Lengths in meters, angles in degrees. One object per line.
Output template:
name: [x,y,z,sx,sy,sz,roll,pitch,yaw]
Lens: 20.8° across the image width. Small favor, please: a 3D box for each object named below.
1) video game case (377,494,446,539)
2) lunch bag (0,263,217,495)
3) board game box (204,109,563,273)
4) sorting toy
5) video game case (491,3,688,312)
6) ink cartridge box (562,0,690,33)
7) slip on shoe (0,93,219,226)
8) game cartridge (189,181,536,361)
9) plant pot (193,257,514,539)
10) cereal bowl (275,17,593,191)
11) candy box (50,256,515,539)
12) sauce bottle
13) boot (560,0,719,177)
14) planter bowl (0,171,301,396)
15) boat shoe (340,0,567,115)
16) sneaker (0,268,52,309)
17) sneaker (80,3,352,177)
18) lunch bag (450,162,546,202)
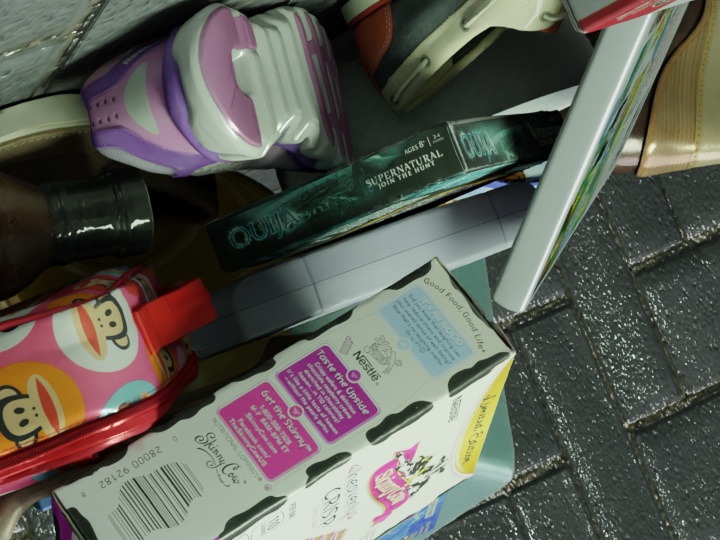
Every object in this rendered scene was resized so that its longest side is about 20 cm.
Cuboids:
video game case: [-0.039,0.135,1.109,0.181,0.046,0.200,-18,159,-11]
lunch bag: [-0.146,0.047,0.880,0.176,0.082,0.200,-22,-176,3]
board game box: [0.022,-0.044,1.004,0.135,0.028,0.200,-22,178,21]
sorting toy: [-0.101,0.085,0.977,0.200,0.037,0.185,-25,-176,-18]
video game case: [0.134,-0.099,1.008,0.182,0.022,0.200,-52,165,-54]
ink cartridge box: [0.186,-0.180,0.832,0.200,0.083,0.146,-22,177,-42]
slip on shoe: [-0.140,-0.045,0.964,0.076,0.061,0.200,-24,173,28]
game cartridge: [0.000,0.000,1.075,0.200,0.041,0.133,-20,-178,-28]
plant pot: [-0.043,0.073,1.303,0.200,0.197,0.196,11,147,-30]
cereal bowl: [0.035,-0.106,1.126,0.200,0.083,0.200,-24,178,-1]
candy box: [-0.034,0.094,0.864,0.200,0.061,0.136,-32,158,-20]
sauce bottle: [-0.192,-0.012,0.864,0.200,0.065,0.065,-12,174,-24]
boot: [0.152,-0.146,1.287,0.166,0.200,0.072,3,139,-2]
planter bowl: [-0.135,-0.012,1.148,0.200,0.084,0.201,-10,135,-10]
boat shoe: [0.077,-0.142,0.958,0.200,0.063,0.071,-26,175,35]
sneaker: [-0.257,0.004,1.181,0.115,0.074,0.200,-3,-163,29]
sneaker: [-0.067,-0.078,0.925,0.088,0.081,0.200,-17,176,19]
lunch bag: [0.057,-0.088,1.381,0.170,0.124,0.200,-22,-174,44]
